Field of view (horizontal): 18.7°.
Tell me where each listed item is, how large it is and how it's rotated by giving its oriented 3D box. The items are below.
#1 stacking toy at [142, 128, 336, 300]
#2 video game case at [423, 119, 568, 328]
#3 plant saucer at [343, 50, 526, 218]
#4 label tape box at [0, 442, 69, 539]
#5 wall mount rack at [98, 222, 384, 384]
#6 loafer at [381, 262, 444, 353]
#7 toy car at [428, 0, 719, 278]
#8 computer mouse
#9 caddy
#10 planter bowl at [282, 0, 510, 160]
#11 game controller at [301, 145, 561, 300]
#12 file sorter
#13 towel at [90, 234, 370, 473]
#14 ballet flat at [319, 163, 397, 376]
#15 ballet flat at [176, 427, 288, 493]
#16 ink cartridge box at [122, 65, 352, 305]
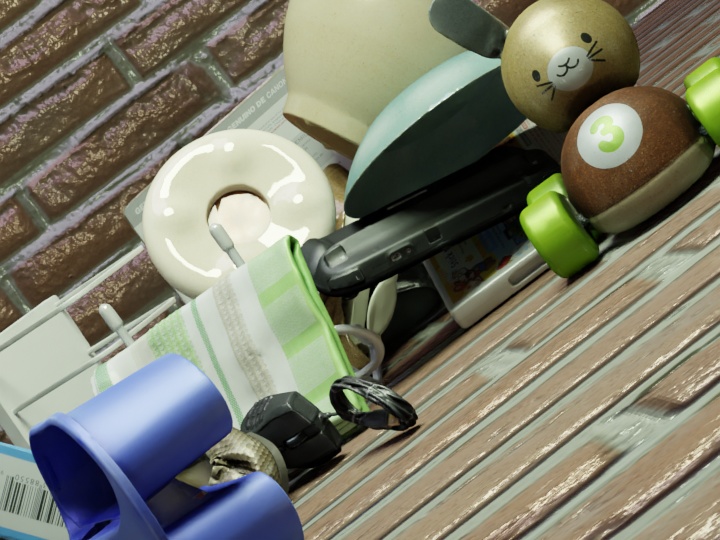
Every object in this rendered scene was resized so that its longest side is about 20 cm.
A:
[{"bbox_3d":[-0.087,-0.006,1.700,0.146,0.146,0.200,-38,-21,-13],"label":"stacking toy"},{"bbox_3d":[0.120,-0.059,1.624,0.182,0.023,0.200,-37,28,6],"label":"video game case"},{"bbox_3d":[0.061,-0.112,1.582,0.200,0.039,0.201,-34,-13,-9],"label":"plant saucer"},{"bbox_3d":[-0.217,0.179,1.482,0.200,0.143,0.067,-34,43,60],"label":"label tape box"},{"bbox_3d":[-0.085,0.061,1.582,0.200,0.173,0.075,-35,41,26],"label":"wall mount rack"},{"bbox_3d":[-0.016,0.063,1.751,0.200,0.068,0.071,-30,40,14],"label":"loafer"},{"bbox_3d":[0.143,-0.128,1.443,0.164,0.200,0.158,-36,4,12],"label":"toy car"},{"bbox_3d":[-0.025,0.101,1.377,0.034,0.059,0.200,-50,13,-25],"label":"computer mouse"},{"bbox_3d":[-0.117,0.129,1.180,0.105,0.142,0.200,-35,2,-19],"label":"caddy"},{"bbox_3d":[0.019,-0.153,1.714,0.135,0.199,0.200,-62,6,-4],"label":"planter bowl"},{"bbox_3d":[0.049,-0.036,1.568,0.199,0.042,0.104,-26,11,-14],"label":"game controller"},{"bbox_3d":[-0.183,0.105,1.705,0.124,0.201,0.139,-30,6,29],"label":"file sorter"},{"bbox_3d":[-0.096,0.086,1.512,0.200,0.150,0.031,-35,-21,27],"label":"towel"},{"bbox_3d":[0.000,0.000,1.688,0.072,0.068,0.201,-22,51,39],"label":"ballet flat"},{"bbox_3d":[-0.117,0.120,1.450,0.046,0.068,0.200,-13,19,-32],"label":"ballet flat"},{"bbox_3d":[-0.069,-0.043,1.834,0.200,0.176,0.084,-39,-12,11],"label":"ink cartridge box"}]
